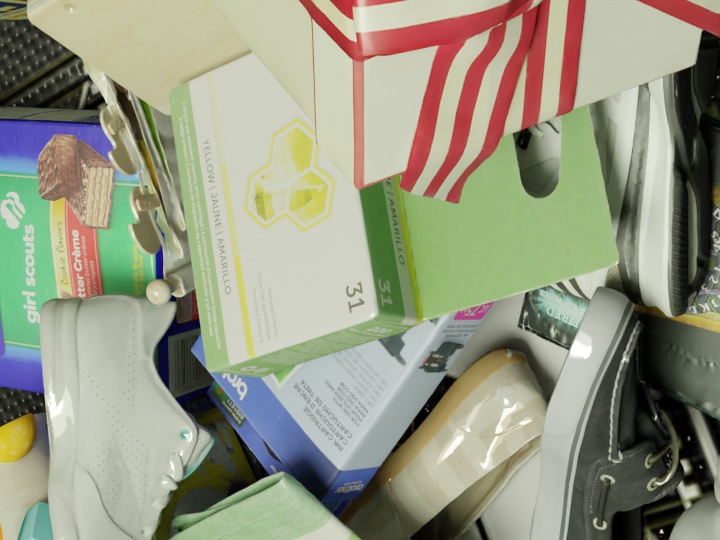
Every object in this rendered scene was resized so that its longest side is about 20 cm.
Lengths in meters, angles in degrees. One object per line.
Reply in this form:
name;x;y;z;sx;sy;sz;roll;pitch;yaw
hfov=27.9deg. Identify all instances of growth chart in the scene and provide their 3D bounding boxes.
growth chart;-0.103;-0.089;0.804;0.018;0.144;0.202;-12;94;29

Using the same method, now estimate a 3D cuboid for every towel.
towel;0.000;0.185;0.772;0.200;0.023;0.152;41;145;-12

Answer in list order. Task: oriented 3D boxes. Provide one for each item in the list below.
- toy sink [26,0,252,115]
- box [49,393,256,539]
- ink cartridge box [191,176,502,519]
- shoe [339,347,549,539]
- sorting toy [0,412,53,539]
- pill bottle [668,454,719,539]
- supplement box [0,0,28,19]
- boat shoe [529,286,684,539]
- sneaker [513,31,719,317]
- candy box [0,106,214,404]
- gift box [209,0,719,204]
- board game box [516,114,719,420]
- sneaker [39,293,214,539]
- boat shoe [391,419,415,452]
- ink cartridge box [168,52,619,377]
toy sink;-0.081;-0.206;0.734;0.130;0.112;0.202;-19;55;33
box;-0.093;0.180;0.853;0.048;0.117;0.201;-27;84;33
ink cartridge box;-0.013;0.028;0.733;0.119;0.042;0.201;47;119;29
shoe;0.034;0.129;0.793;0.053;0.070;0.200;50;117;25
sorting toy;-0.168;0.182;0.880;0.107;0.200;0.180;-40;82;10
pill bottle;0.189;0.163;0.660;0.114;0.114;0.202;22;118;27
supplement box;-0.220;-0.252;0.814;0.133;0.199;0.202;-8;93;32
boat shoe;0.124;0.092;0.703;0.066;0.070;0.201;18;133;16
sneaker;0.103;-0.082;0.678;0.114;0.076;0.203;6;103;28
candy box;-0.183;-0.013;0.903;0.199;0.077;0.171;6;101;32
gift box;0.042;-0.146;0.558;0.187;0.183;0.201;51;158;41
board game box;0.183;0.004;0.705;0.199;0.028;0.136;25;111;26
sneaker;-0.120;0.110;0.773;0.088;0.075;0.202;-5;83;-8
boat shoe;0.000;0.000;0.793;0.073;0.075;0.202;-14;91;29
ink cartridge box;0.007;-0.045;0.664;0.199;0.048;0.147;-19;73;33
